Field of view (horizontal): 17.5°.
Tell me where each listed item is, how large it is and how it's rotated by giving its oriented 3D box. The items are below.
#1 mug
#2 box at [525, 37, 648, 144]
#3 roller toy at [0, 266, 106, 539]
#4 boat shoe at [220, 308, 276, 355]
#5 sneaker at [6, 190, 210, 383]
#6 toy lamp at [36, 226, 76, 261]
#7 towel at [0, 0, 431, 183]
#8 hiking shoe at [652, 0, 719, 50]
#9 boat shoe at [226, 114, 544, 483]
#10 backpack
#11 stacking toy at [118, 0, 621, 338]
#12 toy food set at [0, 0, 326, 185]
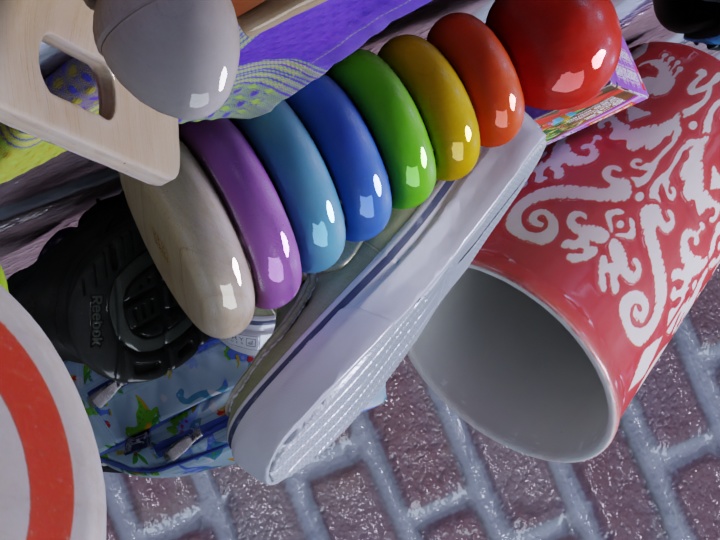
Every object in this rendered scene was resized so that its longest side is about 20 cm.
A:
[{"bbox_3d":[0.108,-0.031,1.211,0.200,0.177,0.134,-48,171,-31],"label":"mug"},{"bbox_3d":[0.035,-0.061,1.127,0.199,0.039,0.137,-25,176,14],"label":"box"},{"bbox_3d":[-0.191,0.085,0.766,0.199,0.184,0.139,-19,175,-44],"label":"roller toy"},{"bbox_3d":[-0.004,-0.017,1.279,0.200,0.072,0.062,-35,141,-47],"label":"boat shoe"},{"bbox_3d":[-0.069,-0.018,0.983,0.090,0.077,0.199,2,-159,44],"label":"sneaker"},{"bbox_3d":[-0.175,0.047,0.961,0.200,0.058,0.058,-37,-174,-42],"label":"toy lamp"},{"bbox_3d":[-0.023,-0.080,0.733,0.199,0.023,0.143,-27,175,39],"label":"towel"},{"bbox_3d":[0.156,-0.121,0.934,0.086,0.075,0.200,-16,166,4],"label":"hiking shoe"},{"bbox_3d":[0.000,0.000,0.944,0.200,0.062,0.072,-51,168,-31],"label":"boat shoe"},{"bbox_3d":[-0.078,0.053,1.383,0.200,0.154,0.163,-41,160,32],"label":"backpack"},{"bbox_3d":[0.012,-0.054,0.887,0.199,0.086,0.085,-27,177,-14],"label":"stacking toy"},{"bbox_3d":[0.012,-0.080,0.550,0.199,0.061,0.143,-24,167,12],"label":"toy food set"}]
